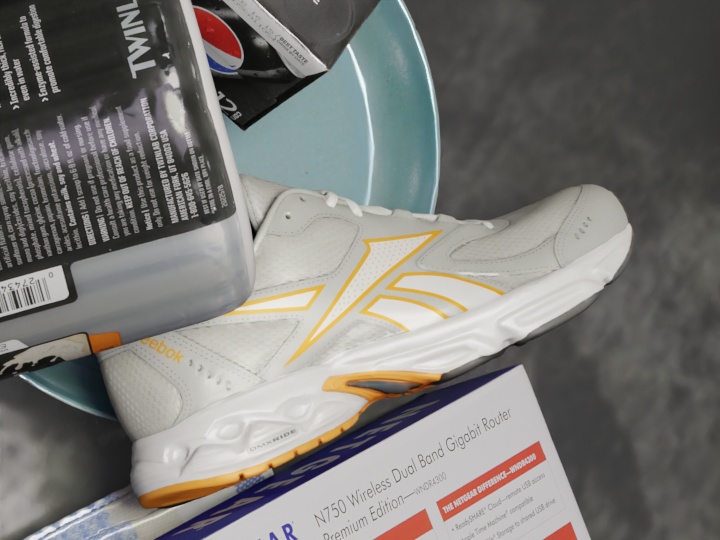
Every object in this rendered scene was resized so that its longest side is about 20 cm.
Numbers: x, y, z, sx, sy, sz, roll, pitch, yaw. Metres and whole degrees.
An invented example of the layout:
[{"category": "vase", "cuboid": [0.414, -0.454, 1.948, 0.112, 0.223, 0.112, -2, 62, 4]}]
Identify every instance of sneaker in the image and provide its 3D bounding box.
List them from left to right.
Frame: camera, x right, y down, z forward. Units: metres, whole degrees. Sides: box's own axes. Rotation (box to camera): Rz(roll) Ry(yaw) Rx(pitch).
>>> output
[{"category": "sneaker", "cuboid": [0.000, 0.000, 0.984, 0.199, 0.076, 0.092, -25, 89, -25]}]

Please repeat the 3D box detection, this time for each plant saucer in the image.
[{"category": "plant saucer", "cuboid": [-0.068, -0.046, 1.012, 0.199, 0.027, 0.202, 3, 82, -22]}]

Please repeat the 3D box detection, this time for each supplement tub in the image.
[{"category": "supplement tub", "cuboid": [-0.139, -0.021, 0.894, 0.199, 0.123, 0.123, -15, 90, -5]}]

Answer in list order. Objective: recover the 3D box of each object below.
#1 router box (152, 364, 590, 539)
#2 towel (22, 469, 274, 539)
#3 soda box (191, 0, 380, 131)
[{"category": "router box", "cuboid": [0.015, 0.147, 0.970, 0.200, 0.049, 0.181, -24, 93, -49]}, {"category": "towel", "cuboid": [-0.091, 0.157, 0.990, 0.199, 0.024, 0.148, -28, 97, -19]}, {"category": "soda box", "cuboid": [0.000, -0.145, 1.007, 0.071, 0.063, 0.200, 41, 59, -12]}]
